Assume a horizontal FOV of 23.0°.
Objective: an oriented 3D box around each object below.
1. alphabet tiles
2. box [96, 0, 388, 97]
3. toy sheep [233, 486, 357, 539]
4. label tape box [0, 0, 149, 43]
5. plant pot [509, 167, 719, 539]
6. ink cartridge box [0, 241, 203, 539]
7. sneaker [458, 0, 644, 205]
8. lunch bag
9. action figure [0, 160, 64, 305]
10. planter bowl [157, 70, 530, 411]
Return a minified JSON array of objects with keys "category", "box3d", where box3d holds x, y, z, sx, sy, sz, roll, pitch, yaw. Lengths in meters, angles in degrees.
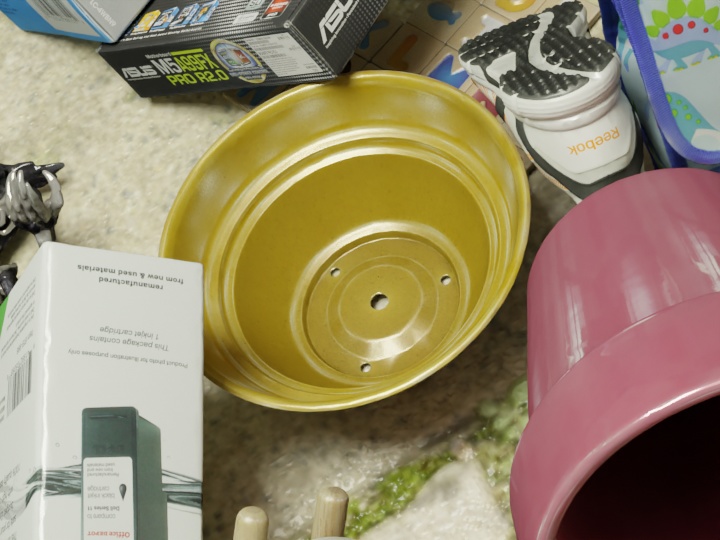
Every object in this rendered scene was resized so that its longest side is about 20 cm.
[{"category":"alphabet tiles","box3d":[0.039,-0.120,1.037,0.200,0.008,0.167,34,75,33]},{"category":"box","box3d":[-0.048,-0.177,1.025,0.200,0.044,0.161,3,55,51]},{"category":"toy sheep","box3d":[-0.004,0.182,0.794,0.200,0.138,0.138,27,72,44]},{"category":"label tape box","box3d":[-0.142,-0.238,1.107,0.200,0.066,0.143,-54,32,-13]},{"category":"plant pot","box3d":[0.154,0.057,0.789,0.199,0.200,0.179,-21,40,7]},{"category":"ink cartridge box","box3d":[-0.135,0.107,0.855,0.083,0.147,0.201,8,67,-23]},{"category":"sneaker","box3d":[0.101,-0.085,0.921,0.073,0.080,0.200,-23,20,7]},{"category":"lunch bag","box3d":[0.209,-0.122,0.860,0.170,0.200,0.128,-24,55,4]},{"category":"action figure","box3d":[-0.221,-0.018,1.012,0.118,0.102,0.200,-15,55,-6]},{"category":"planter bowl","box3d":[0.000,0.000,0.932,0.200,0.084,0.201,-9,58,14]}]
